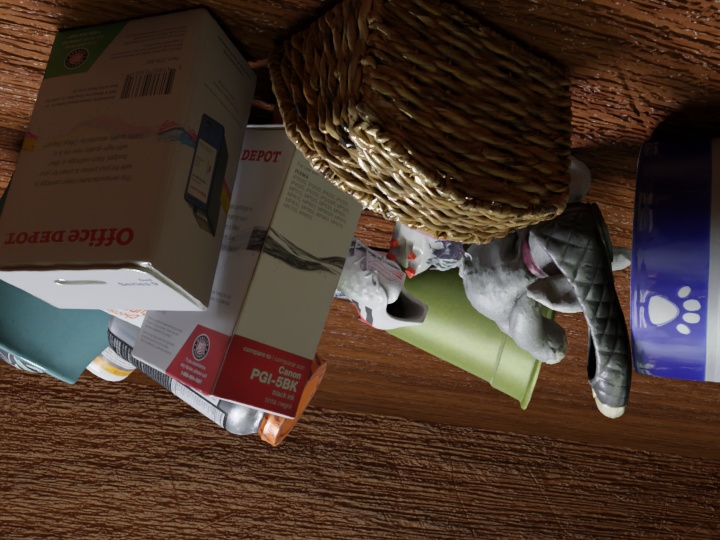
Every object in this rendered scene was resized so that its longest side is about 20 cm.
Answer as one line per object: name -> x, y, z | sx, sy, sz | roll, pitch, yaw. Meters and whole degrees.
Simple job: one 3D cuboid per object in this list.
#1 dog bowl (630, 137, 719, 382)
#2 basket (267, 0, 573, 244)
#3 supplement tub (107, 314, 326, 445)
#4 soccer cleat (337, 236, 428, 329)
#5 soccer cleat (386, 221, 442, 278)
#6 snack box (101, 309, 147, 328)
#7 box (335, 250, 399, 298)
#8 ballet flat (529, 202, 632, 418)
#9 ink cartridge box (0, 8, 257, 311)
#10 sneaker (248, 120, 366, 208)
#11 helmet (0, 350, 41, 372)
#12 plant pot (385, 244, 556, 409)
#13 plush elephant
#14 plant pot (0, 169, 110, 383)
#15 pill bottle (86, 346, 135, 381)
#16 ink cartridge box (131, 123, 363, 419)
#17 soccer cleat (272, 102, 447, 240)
dog bowl -> 0.277, -0.009, 0.714 | 0.078, 0.204, 0.200 | 1, 164, 23
basket -> 0.039, -0.092, 0.617 | 0.198, 0.145, 0.148 | 17, 159, -34
supplement tub -> -0.139, 0.078, 0.839 | 0.198, 0.123, 0.123 | 32, 166, 8
soccer cleat -> 0.000, 0.000, 0.869 | 0.084, 0.069, 0.200 | 4, 149, 38
soccer cleat -> 0.072, -0.071, 0.842 | 0.069, 0.078, 0.201 | 38, 150, 14
snack box -> -0.210, -0.052, 0.746 | 0.037, 0.203, 0.116 | -21, 157, 11
box -> 0.007, 0.008, 1.158 | 0.196, 0.041, 0.137 | 8, 165, -9
ballet flat -> 0.180, 0.035, 0.675 | 0.056, 0.067, 0.202 | -16, 117, 8
ink cartridge box -> -0.172, -0.077, 0.626 | 0.143, 0.203, 0.088 | -1, 156, 22
sneaker -> -0.077, -0.096, 0.780 | 0.196, 0.077, 0.088 | 3, 158, 11
helmet -> -0.423, 0.044, 1.153 | 0.196, 0.194, 0.200 | 5, 165, 1
plant pot -> 0.132, 0.041, 1.010 | 0.187, 0.203, 0.200 | 15, 165, 9
plush elephant -> 0.180, -0.013, 0.797 | 0.153, 0.168, 0.198 | -15, 158, 43
plant pot -> -0.311, 0.006, 0.885 | 0.198, 0.190, 0.200 | 26, 167, 7
pill bottle -> -0.265, 0.032, 1.042 | 0.199, 0.117, 0.116 | -41, 153, 6
ink cartridge box -> -0.087, -0.005, 0.667 | 0.082, 0.203, 0.146 | 23, 173, -38
soccer cleat -> 0.011, -0.093, 0.732 | 0.198, 0.067, 0.076 | 31, 175, -24
